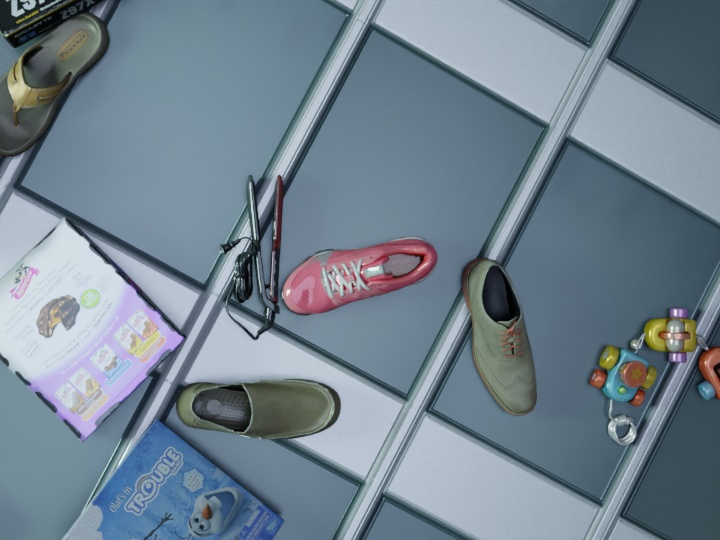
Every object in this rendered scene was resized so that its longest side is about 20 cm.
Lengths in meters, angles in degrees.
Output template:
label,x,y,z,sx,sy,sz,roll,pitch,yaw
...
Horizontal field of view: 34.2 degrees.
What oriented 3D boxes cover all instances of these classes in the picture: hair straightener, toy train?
label,x,y,z,sx,sy,sz,roll,pitch,yaw
hair straightener,-0.133,-0.016,1.416,0.076,0.041,0.202,2,94,-7
toy train,0.391,0.133,1.465,0.199,0.056,0.151,-25,92,-7

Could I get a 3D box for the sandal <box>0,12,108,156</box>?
label,x,y,z,sx,sy,sz,roll,pitch,yaw
sandal,-0.374,-0.226,1.375,0.080,0.054,0.200,40,85,-5

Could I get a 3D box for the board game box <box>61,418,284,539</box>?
label,x,y,z,sx,sy,sz,roll,pitch,yaw
board game box,-0.222,0.312,1.356,0.199,0.043,0.200,38,60,-5

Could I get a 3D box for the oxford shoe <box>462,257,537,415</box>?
label,x,y,z,sx,sy,sz,roll,pitch,yaw
oxford shoe,0.172,0.083,1.428,0.070,0.075,0.201,-20,92,-8

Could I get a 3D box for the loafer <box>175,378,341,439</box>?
label,x,y,z,sx,sy,sz,roll,pitch,yaw
loafer,-0.120,0.168,1.395,0.198,0.067,0.077,-2,90,-7

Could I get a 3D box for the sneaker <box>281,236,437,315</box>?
label,x,y,z,sx,sy,sz,roll,pitch,yaw
sneaker,0.000,0.000,1.402,0.199,0.087,0.074,-17,90,-7

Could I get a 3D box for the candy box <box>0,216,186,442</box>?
label,x,y,z,sx,sy,sz,roll,pitch,yaw
candy box,-0.331,0.067,1.369,0.168,0.072,0.200,-44,95,-5

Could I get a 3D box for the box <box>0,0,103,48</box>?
label,x,y,z,sx,sy,sz,roll,pitch,yaw
box,-0.362,-0.378,1.371,0.199,0.049,0.160,-30,85,-6
